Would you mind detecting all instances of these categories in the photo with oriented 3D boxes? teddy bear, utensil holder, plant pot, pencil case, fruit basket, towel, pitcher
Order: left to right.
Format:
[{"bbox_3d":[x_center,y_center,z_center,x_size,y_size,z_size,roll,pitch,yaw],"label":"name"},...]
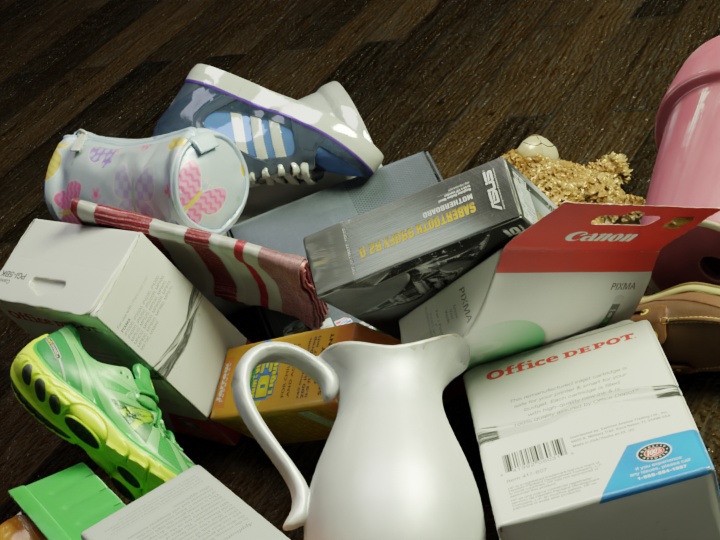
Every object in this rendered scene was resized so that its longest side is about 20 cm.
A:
[{"bbox_3d":[-0.244,0.242,1.213,0.200,0.094,0.185,-43,32,-14],"label":"fruit basket"},{"bbox_3d":[-0.181,-0.074,1.390,0.083,0.092,0.199,-6,8,-44],"label":"pencil case"},{"bbox_3d":[-0.128,-0.005,1.353,0.198,0.144,0.023,15,73,12],"label":"towel"},{"bbox_3d":[-0.081,-0.063,1.578,0.198,0.171,0.170,-24,27,-8],"label":"utensil holder"},{"bbox_3d":[-0.003,0.141,1.107,0.169,0.122,0.202,4,59,-10],"label":"pitcher"},{"bbox_3d":[0.189,-0.076,1.543,0.143,0.067,0.200,-15,27,1],"label":"teddy bear"},{"bbox_3d":[0.310,-0.060,1.321,0.199,0.201,0.180,6,50,39],"label":"plant pot"}]

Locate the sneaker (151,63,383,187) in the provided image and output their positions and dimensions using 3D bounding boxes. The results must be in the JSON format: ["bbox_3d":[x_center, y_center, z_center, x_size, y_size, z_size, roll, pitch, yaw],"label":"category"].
[{"bbox_3d":[-0.095,-0.082,1.465,0.198,0.081,0.148,24,83,9],"label":"sneaker"}]

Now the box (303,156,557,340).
[{"bbox_3d":[0.070,-0.007,1.207,0.157,0.049,0.200,-22,-20,16],"label":"box"}]

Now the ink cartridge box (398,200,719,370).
[{"bbox_3d":[0.145,0.015,1.183,0.160,0.051,0.200,-1,-22,-37],"label":"ink cartridge box"}]

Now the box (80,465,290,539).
[{"bbox_3d":[-0.082,0.230,1.062,0.097,0.125,0.200,-29,29,-22],"label":"box"}]

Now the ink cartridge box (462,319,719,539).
[{"bbox_3d":[0.158,0.132,1.145,0.144,0.085,0.200,-16,26,5],"label":"ink cartridge box"}]

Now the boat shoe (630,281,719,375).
[{"bbox_3d":[0.229,0.056,1.270,0.199,0.072,0.068,0,40,48],"label":"boat shoe"}]

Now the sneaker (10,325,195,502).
[{"bbox_3d":[-0.174,0.116,1.270,0.084,0.200,0.074,-50,4,-35],"label":"sneaker"}]

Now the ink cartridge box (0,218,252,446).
[{"bbox_3d":[-0.187,0.051,1.372,0.146,0.200,0.083,8,61,41],"label":"ink cartridge box"}]

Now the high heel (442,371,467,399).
[{"bbox_3d":[0.118,0.029,1.388,0.095,0.067,0.201,-30,29,30],"label":"high heel"}]

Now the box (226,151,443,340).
[{"bbox_3d":[0.000,0.000,1.451,0.198,0.051,0.159,-20,60,-7],"label":"box"}]

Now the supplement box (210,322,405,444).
[{"bbox_3d":[-0.039,0.090,1.281,0.199,0.068,0.067,-17,55,57],"label":"supplement box"}]

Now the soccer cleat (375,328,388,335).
[{"bbox_3d":[0.023,0.099,1.297,0.067,0.082,0.201,-13,27,10],"label":"soccer cleat"}]
